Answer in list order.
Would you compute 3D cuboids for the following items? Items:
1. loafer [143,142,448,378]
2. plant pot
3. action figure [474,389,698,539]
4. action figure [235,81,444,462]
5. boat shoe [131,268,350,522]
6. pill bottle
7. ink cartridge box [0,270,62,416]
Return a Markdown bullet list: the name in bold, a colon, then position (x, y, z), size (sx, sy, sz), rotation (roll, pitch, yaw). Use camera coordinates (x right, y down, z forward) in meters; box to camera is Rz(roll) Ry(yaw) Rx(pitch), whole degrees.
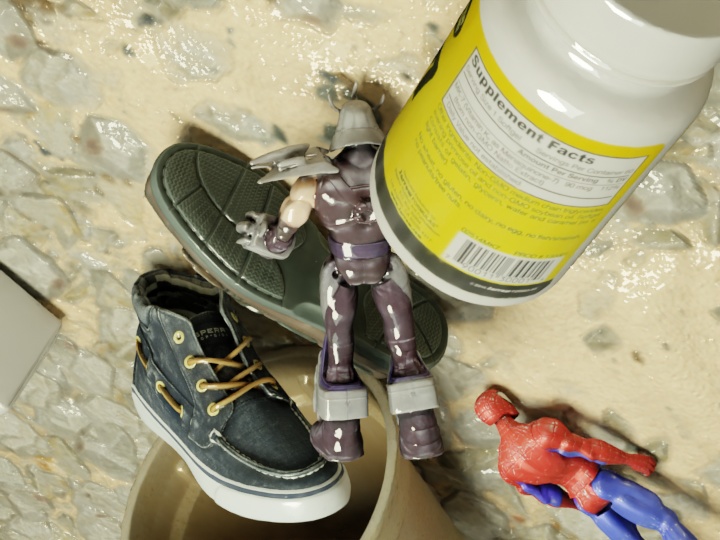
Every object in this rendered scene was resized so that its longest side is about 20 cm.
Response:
- **loafer**: position (-0.044, 0.005, 1.011), size (0.199, 0.072, 0.063), rotation (34, 146, -15)
- **plant pot**: position (-0.018, 0.180, 1.118), size (0.199, 0.202, 0.184), rotation (-8, 143, 34)
- **action figure**: position (0.149, 0.137, 1.072), size (0.199, 0.052, 0.065), rotation (37, 135, -6)
- **action figure**: position (0.000, 0.000, 0.939), size (0.129, 0.069, 0.202), rotation (-3, 106, 0)
- **boat shoe**: position (-0.079, 0.070, 1.034), size (0.200, 0.070, 0.092), rotation (28, 130, 48)
- **pill bottle**: position (0.089, -0.081, 0.805), size (0.114, 0.115, 0.200), rotation (29, 141, -5)
- **ink cartridge box**: position (-0.315, 0.051, 1.189), size (0.147, 0.086, 0.199), rotation (42, 140, -17)
